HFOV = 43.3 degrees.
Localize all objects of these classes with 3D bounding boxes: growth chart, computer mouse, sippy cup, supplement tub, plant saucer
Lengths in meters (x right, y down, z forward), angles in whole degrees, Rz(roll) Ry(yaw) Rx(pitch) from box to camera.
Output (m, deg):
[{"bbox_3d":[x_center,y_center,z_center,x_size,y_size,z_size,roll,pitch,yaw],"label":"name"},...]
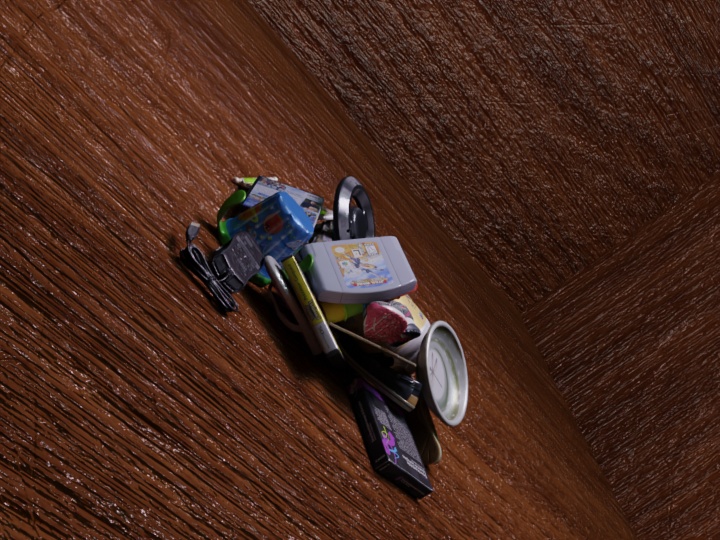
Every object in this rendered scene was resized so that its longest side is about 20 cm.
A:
[{"bbox_3d":[-0.143,-0.145,1.832,0.199,0.018,0.144,31,24,26],"label":"growth chart"},{"bbox_3d":[-0.226,-0.022,1.427,0.141,0.046,0.200,54,24,-18],"label":"computer mouse"},{"bbox_3d":[-0.157,-0.064,1.580,0.140,0.130,0.178,58,13,18],"label":"sippy cup"},{"bbox_3d":[0.050,0.107,1.824,0.200,0.145,0.145,51,13,-9],"label":"supplement tub"},{"bbox_3d":[0.148,0.199,1.738,0.200,0.050,0.202,33,52,-55],"label":"plant saucer"}]

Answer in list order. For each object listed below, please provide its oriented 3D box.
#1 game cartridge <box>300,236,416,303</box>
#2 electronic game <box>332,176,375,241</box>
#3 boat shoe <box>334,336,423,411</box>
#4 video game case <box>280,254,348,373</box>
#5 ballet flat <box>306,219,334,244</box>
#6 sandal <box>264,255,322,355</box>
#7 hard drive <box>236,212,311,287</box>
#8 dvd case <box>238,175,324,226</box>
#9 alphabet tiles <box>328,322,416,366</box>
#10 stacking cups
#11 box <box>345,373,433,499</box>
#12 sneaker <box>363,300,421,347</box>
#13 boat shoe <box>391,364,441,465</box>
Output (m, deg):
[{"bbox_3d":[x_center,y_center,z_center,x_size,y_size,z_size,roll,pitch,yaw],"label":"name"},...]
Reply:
[{"bbox_3d":[0.000,0.000,1.682,0.199,0.042,0.134,-6,47,-23],"label":"game cartridge"},{"bbox_3d":[-0.014,-0.089,1.832,0.200,0.041,0.202,-4,90,-71],"label":"electronic game"},{"bbox_3d":[0.033,0.180,1.678,0.200,0.062,0.075,36,-2,21],"label":"boat shoe"},{"bbox_3d":[-0.076,0.080,1.559,0.182,0.025,0.200,63,-3,14],"label":"video game case"},{"bbox_3d":[-0.079,-0.064,1.811,0.072,0.072,0.200,50,15,-13],"label":"ballet flat"},{"bbox_3d":[-0.122,0.069,1.531,0.203,0.050,0.083,63,-2,-25],"label":"sandal"},{"bbox_3d":[-0.149,-0.043,1.742,0.200,0.042,0.135,53,13,-1],"label":"hard drive"},{"bbox_3d":[-0.147,-0.127,1.732,0.142,0.018,0.200,19,22,-3],"label":"dvd case"},{"bbox_3d":[0.024,0.133,1.616,0.166,0.006,0.200,25,-5,6],"label":"alphabet tiles"},{"bbox_3d":[0.012,0.046,1.711,0.061,0.199,0.061,53,-24,37],"label":"stacking cups"},{"bbox_3d":[0.049,0.290,1.591,0.143,0.036,0.200,42,15,-39],"label":"box"},{"bbox_3d":[0.047,0.088,1.660,0.075,0.080,0.200,66,10,19],"label":"sneaker"},{"bbox_3d":[0.098,0.278,1.735,0.201,0.073,0.063,69,12,19],"label":"boat shoe"}]
